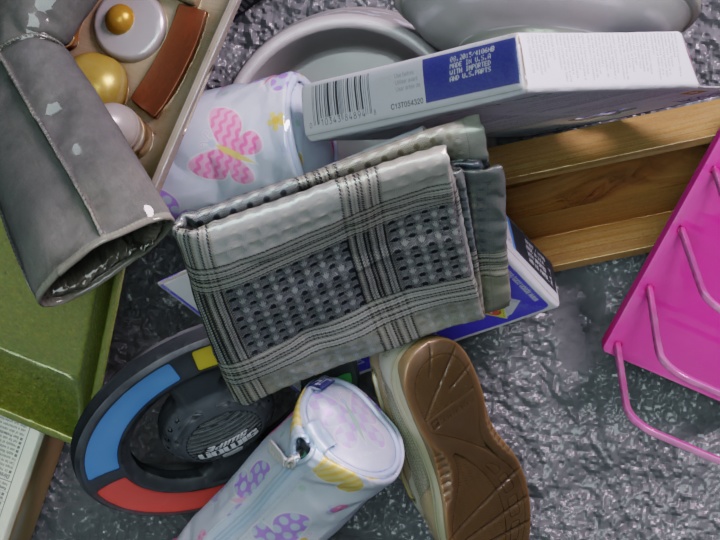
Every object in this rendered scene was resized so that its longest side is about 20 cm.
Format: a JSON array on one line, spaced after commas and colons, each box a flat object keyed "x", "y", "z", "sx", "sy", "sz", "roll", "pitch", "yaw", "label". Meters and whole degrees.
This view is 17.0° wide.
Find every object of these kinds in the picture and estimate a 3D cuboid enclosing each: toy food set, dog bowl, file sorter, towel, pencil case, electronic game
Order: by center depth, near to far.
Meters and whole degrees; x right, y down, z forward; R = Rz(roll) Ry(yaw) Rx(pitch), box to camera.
[{"x": -0.002, "y": 0.000, "z": 1.464, "sx": 0.199, "sy": 0.193, "sz": 0.035, "roll": -20, "pitch": 53, "yaw": -5, "label": "towel"}, {"x": 0.262, "y": 0.018, "z": 1.519, "sx": 0.138, "sy": 0.126, "sz": 0.201, "roll": 23, "pitch": 114, "yaw": -9, "label": "file sorter"}, {"x": -0.186, "y": -0.141, "z": 1.528, "sx": 0.199, "sy": 0.060, "sz": 0.144, "roll": 22, "pitch": 88, "yaw": 18, "label": "toy food set"}, {"x": -0.115, "y": -0.068, "z": 1.579, "sx": 0.199, "sy": 0.083, "sz": 0.091, "roll": -12, "pitch": 100, "yaw": 20, "label": "pencil case"}, {"x": -0.056, "y": 0.159, "z": 1.583, "sx": 0.083, "sy": 0.091, "sz": 0.200, "roll": 45, "pitch": 124, "yaw": 6, "label": "pencil case"}, {"x": -0.094, "y": 0.097, "z": 1.584, "sx": 0.199, "sy": 0.200, "sz": 0.042, "roll": -30, "pitch": 56, "yaw": 5, "label": "electronic game"}, {"x": -0.008, "y": -0.084, "z": 1.640, "sx": 0.199, "sy": 0.059, "sz": 0.201, "roll": 0, "pitch": 88, "yaw": 8, "label": "dog bowl"}]

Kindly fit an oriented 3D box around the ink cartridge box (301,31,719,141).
[{"x": 0.100, "y": -0.114, "z": 1.496, "sx": 0.196, "sy": 0.199, "sz": 0.044, "roll": -10, "pitch": 87, "yaw": 48, "label": "ink cartridge box"}]

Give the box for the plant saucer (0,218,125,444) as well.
[{"x": -0.242, "y": -0.007, "z": 1.566, "sx": 0.199, "sy": 0.048, "sz": 0.200, "roll": 21, "pitch": 125, "yaw": 9, "label": "plant saucer"}]

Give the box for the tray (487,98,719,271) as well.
[{"x": 0.174, "y": -0.054, "z": 1.596, "sx": 0.199, "sy": 0.099, "sz": 0.037, "roll": -11, "pitch": 48, "yaw": 7, "label": "tray"}]

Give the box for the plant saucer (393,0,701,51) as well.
[{"x": 0.118, "y": -0.155, "z": 1.551, "sx": 0.199, "sy": 0.200, "sz": 0.051, "roll": 2, "pitch": 77, "yaw": 8, "label": "plant saucer"}]

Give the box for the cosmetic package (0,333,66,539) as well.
[{"x": -0.265, "y": 0.128, "z": 1.660, "sx": 0.105, "sy": 0.071, "sz": 0.201, "roll": 21, "pitch": 91, "yaw": 8, "label": "cosmetic package"}]

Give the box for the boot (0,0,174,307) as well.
[{"x": -0.166, "y": -0.105, "z": 1.448, "sx": 0.182, "sy": 0.072, "sz": 0.200, "roll": -41, "pitch": 59, "yaw": 16, "label": "boot"}]

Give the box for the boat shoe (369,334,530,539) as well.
[{"x": 0.057, "y": 0.125, "z": 1.604, "sx": 0.072, "sy": 0.065, "sz": 0.201, "roll": -33, "pitch": 118, "yaw": -23, "label": "boat shoe"}]

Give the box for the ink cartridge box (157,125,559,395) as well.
[{"x": 0.000, "y": 0.000, "z": 1.563, "sx": 0.199, "sy": 0.198, "sz": 0.044, "roll": -21, "pitch": 56, "yaw": 19, "label": "ink cartridge box"}]

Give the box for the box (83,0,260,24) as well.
[{"x": -0.169, "y": -0.189, "z": 1.631, "sx": 0.200, "sy": 0.122, "sz": 0.106, "roll": -36, "pitch": 81, "yaw": 4, "label": "box"}]
